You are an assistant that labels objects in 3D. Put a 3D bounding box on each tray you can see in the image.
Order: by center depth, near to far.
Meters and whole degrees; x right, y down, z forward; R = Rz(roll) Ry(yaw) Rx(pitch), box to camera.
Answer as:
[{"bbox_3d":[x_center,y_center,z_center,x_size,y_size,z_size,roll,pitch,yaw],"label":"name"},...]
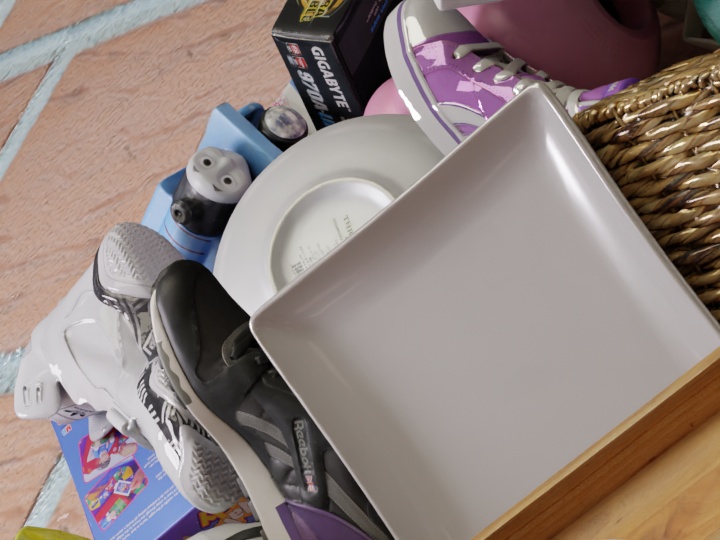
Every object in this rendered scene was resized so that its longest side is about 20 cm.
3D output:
[{"bbox_3d":[0.128,0.122,1.187,0.200,0.037,0.099,-40,37,18],"label":"tray"}]

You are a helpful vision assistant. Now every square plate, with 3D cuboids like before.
[{"bbox_3d":[0.073,0.045,1.268,0.200,0.198,0.028,-39,-11,19],"label":"square plate"}]

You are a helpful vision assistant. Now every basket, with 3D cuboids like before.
[{"bbox_3d":[0.229,-0.048,1.249,0.200,0.149,0.143,-19,5,45],"label":"basket"}]

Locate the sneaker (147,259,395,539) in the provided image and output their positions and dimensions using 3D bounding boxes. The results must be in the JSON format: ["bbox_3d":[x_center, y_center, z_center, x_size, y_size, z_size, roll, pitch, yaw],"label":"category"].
[{"bbox_3d":[-0.030,0.071,1.357,0.087,0.200,0.076,-29,5,27],"label":"sneaker"}]

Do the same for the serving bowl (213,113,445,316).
[{"bbox_3d":[0.000,0.000,1.420,0.199,0.066,0.201,-9,68,23],"label":"serving bowl"}]

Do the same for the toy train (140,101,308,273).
[{"bbox_3d":[-0.093,-0.017,1.596,0.114,0.087,0.200,-35,-19,-45],"label":"toy train"}]

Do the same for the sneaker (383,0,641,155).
[{"bbox_3d":[0.100,-0.088,1.367,0.073,0.201,0.114,-17,-24,-48],"label":"sneaker"}]

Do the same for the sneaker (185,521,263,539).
[{"bbox_3d":[-0.096,0.186,1.439,0.200,0.074,0.080,-17,20,44],"label":"sneaker"}]

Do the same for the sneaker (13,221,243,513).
[{"bbox_3d":[-0.131,0.077,1.485,0.115,0.075,0.200,-43,50,24],"label":"sneaker"}]

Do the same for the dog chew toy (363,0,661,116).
[{"bbox_3d":[0.078,-0.110,1.501,0.200,0.124,0.125,-35,29,36],"label":"dog chew toy"}]

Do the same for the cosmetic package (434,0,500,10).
[{"bbox_3d":[0.114,-0.244,1.417,0.199,0.123,0.200,-11,27,-5],"label":"cosmetic package"}]

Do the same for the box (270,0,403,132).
[{"bbox_3d":[0.024,-0.166,1.615,0.046,0.159,0.200,9,56,27],"label":"box"}]

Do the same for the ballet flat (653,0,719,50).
[{"bbox_3d":[0.195,-0.168,1.465,0.071,0.067,0.200,-57,21,16],"label":"ballet flat"}]

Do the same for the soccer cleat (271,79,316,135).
[{"bbox_3d":[-0.016,-0.106,1.694,0.086,0.070,0.200,-27,33,38],"label":"soccer cleat"}]

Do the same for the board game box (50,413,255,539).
[{"bbox_3d":[-0.083,0.082,1.522,0.200,0.045,0.135,-40,47,15],"label":"board game box"}]

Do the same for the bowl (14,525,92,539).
[{"bbox_3d":[-0.125,0.233,1.331,0.107,0.201,0.200,2,38,1],"label":"bowl"}]
